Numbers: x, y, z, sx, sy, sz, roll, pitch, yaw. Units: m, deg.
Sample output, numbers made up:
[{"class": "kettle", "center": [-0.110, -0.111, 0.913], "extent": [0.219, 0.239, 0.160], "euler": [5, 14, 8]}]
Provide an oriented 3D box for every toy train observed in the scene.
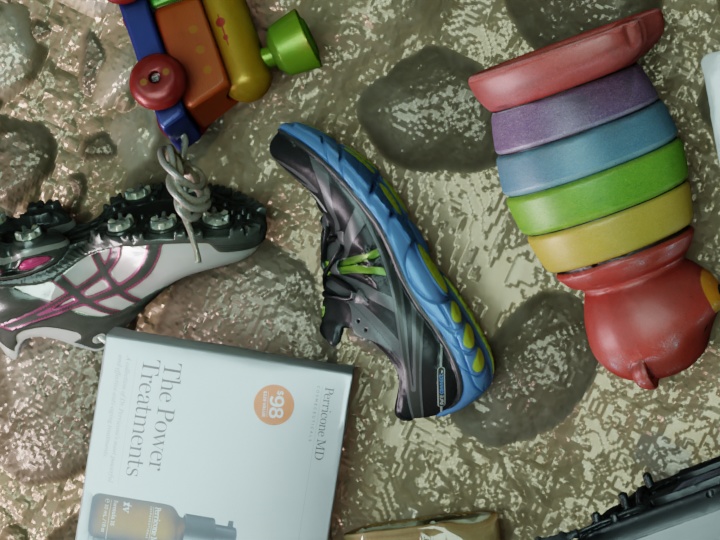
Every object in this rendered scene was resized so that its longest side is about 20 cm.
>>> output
[{"class": "toy train", "center": [-0.073, -0.114, 1.712], "extent": [0.115, 0.085, 0.200], "euler": [-21, 74, 5]}]

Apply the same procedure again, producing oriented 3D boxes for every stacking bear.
[{"class": "stacking bear", "center": [0.145, -0.034, 1.645], "extent": [0.113, 0.121, 0.200], "euler": [-19, 95, 16]}]

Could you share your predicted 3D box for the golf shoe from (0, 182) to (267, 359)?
[{"class": "golf shoe", "center": [-0.145, -0.002, 1.767], "extent": [0.199, 0.077, 0.088], "euler": [-7, 113, 19]}]

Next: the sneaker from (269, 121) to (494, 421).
[{"class": "sneaker", "center": [0.000, 0.000, 1.709], "extent": [0.083, 0.071, 0.200], "euler": [-32, 86, 11]}]

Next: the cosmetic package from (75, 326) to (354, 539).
[{"class": "cosmetic package", "center": [-0.092, 0.145, 1.735], "extent": [0.150, 0.052, 0.201], "euler": [8, 95, -1]}]

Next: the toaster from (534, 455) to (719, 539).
[{"class": "toaster", "center": [0.217, 0.156, 1.589], "extent": [0.200, 0.181, 0.119], "euler": [-22, 87, 17]}]

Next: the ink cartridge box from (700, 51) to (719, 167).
[{"class": "ink cartridge box", "center": [0.299, -0.085, 1.607], "extent": [0.199, 0.067, 0.117], "euler": [-10, 91, 17]}]

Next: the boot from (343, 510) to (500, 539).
[{"class": "boot", "center": [0.085, 0.240, 1.699], "extent": [0.175, 0.066, 0.201], "euler": [-9, 89, 18]}]
